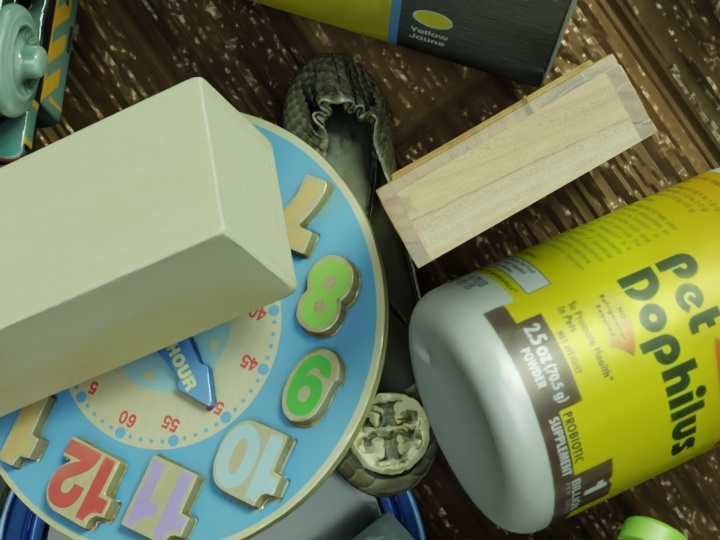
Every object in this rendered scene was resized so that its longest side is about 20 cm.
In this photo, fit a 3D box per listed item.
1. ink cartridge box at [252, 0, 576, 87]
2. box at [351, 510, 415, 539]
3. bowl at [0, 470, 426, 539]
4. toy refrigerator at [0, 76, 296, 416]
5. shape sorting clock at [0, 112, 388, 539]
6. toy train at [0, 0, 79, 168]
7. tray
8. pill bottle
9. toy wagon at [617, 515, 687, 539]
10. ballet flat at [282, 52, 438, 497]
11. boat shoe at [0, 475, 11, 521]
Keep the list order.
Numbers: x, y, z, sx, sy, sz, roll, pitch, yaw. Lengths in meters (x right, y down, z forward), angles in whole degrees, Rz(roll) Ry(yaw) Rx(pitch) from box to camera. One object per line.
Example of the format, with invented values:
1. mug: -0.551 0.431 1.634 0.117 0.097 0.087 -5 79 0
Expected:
1. ink cartridge box: -0.003 -0.148 0.699 0.196 0.200 0.047 19 78 4
2. box: 0.010 0.232 0.787 0.160 0.044 0.201 -37 112 -6
3. bowl: -0.068 0.140 0.825 0.199 0.039 0.203 0 87 0
4. toy refrigerator: -0.130 0.003 0.747 0.199 0.070 0.076 -23 59 17
5. shape sorting clock: -0.084 0.024 0.778 0.198 0.039 0.202 -4 78 19
6. toy train: -0.156 -0.132 0.768 0.084 0.114 0.202 4 79 10
7. tray: 0.063 -0.048 0.730 0.098 0.200 0.037 -30 91 7
8. pill bottle: 0.128 0.025 0.760 0.199 0.109 0.110 -23 93 -15
9. toy wagon: 0.105 0.186 0.772 0.200 0.039 0.156 40 66 -29
10. ballet flat: 0.000 0.000 0.798 0.067 0.046 0.202 -5 82 -14
11. boat shoe: -0.196 0.100 0.807 0.071 0.065 0.202 11 72 0
